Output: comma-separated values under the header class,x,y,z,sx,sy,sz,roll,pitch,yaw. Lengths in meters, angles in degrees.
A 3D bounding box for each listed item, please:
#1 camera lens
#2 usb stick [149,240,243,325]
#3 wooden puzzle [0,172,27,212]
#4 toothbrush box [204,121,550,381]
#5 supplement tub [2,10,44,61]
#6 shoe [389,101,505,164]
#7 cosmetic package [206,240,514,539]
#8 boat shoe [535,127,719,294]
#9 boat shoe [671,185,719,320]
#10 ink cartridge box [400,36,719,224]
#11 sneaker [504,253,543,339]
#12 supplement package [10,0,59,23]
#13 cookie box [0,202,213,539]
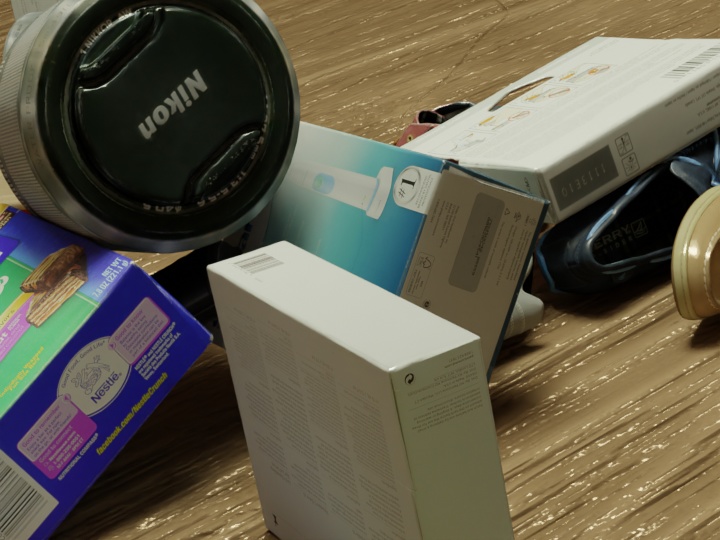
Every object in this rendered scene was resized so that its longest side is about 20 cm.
class,x,y,z,sx,sy,sz,roll,pitch,yaw
camera lens,-0.132,-0.091,1.125,0.159,0.161,0.200,-17,6,-17
usb stick,-0.151,0.042,1.162,0.199,0.033,0.056,-29,38,25
wooden puzzle,-0.250,-0.082,1.676,0.198,0.038,0.185,1,22,18
toothbrush box,0.000,0.000,1.117,0.085,0.148,0.199,19,0,-35
supplement tub,-0.235,-0.195,1.839,0.198,0.123,0.123,-2,21,23
shoe,0.037,-0.073,1.402,0.199,0.092,0.071,-1,22,25
cosmetic package,0.000,0.082,0.909,0.051,0.152,0.200,-18,21,-23
boat shoe,0.209,-0.035,1.241,0.199,0.084,0.069,-36,9,-23
boat shoe,0.257,-0.023,1.178,0.064,0.072,0.200,4,24,38
ink cartridge box,0.147,-0.099,1.292,0.199,0.044,0.173,-30,20,-24
sneaker,0.051,0.004,1.234,0.115,0.076,0.200,-14,29,-24
supplement package,-0.241,-0.282,1.975,0.198,0.193,0.147,-5,21,15
cookie box,-0.202,0.059,1.094,0.171,0.075,0.200,-50,31,-13
